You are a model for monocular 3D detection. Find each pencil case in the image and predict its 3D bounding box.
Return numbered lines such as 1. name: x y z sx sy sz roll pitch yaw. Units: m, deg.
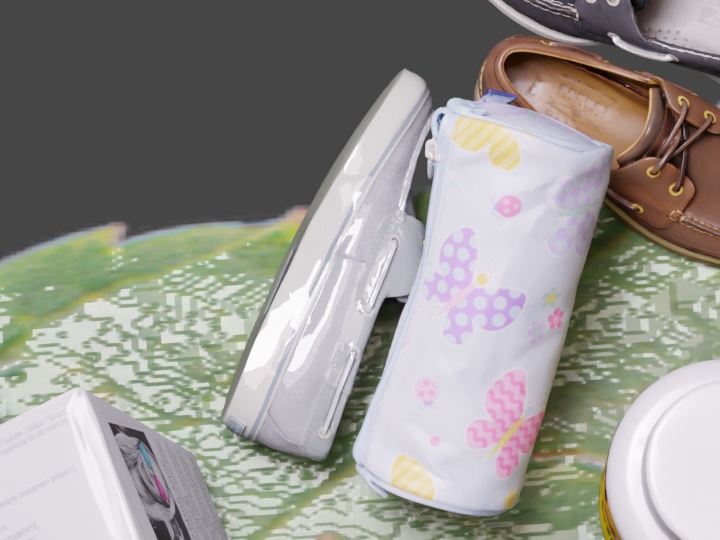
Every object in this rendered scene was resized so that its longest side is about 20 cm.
1. pencil case: 0.058 0.017 1.391 0.090 0.083 0.201 5 104 -33

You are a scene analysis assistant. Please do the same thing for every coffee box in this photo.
1. coffee box: -0.151 0.200 1.327 0.199 0.198 0.201 -26 74 6

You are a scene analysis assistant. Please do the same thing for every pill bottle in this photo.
1. pill bottle: 0.167 0.102 1.340 0.108 0.200 0.110 -1 80 3

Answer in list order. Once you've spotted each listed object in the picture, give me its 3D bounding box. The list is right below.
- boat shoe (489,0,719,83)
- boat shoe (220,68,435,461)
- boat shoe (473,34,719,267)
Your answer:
1. boat shoe: 0.147 -0.139 1.452 0.199 0.060 0.074 25 84 7
2. boat shoe: 0.000 0.000 1.440 0.071 0.070 0.202 26 85 -6
3. boat shoe: 0.147 -0.058 1.435 0.199 0.068 0.072 26 83 7
